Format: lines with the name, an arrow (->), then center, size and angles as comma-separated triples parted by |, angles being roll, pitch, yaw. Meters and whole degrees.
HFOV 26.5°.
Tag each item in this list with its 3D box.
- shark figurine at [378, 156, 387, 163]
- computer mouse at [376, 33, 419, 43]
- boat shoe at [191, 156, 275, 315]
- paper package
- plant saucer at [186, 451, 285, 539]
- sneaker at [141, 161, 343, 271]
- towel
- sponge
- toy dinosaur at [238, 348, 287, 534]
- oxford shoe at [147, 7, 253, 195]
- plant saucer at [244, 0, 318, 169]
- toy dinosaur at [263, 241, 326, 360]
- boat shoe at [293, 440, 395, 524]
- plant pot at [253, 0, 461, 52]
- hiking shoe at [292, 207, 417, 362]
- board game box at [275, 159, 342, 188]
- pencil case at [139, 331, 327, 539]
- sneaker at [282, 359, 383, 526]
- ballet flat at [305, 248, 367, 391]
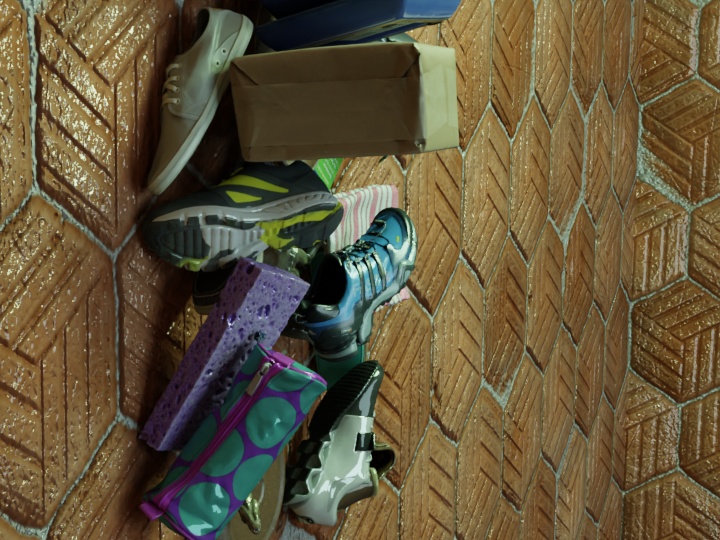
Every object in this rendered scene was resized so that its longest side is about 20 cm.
shark figurine -> 0.019, -0.246, 1.817 | 0.128, 0.089, 0.216 | -29, 94, -51
computer mouse -> 0.025, -0.227, 1.707 | 0.199, 0.046, 0.142 | 35, 45, -32
boat shoe -> -0.128, -0.043, 1.531 | 0.065, 0.071, 0.201 | 62, 37, -37
paper package -> -0.009, -0.162, 1.481 | 0.200, 0.188, 0.105 | -25, 112, -74
plant saucer -> -0.125, 0.233, 1.633 | 0.200, 0.036, 0.203 | 4, 90, -69
sneaker -> -0.118, -0.057, 1.471 | 0.075, 0.198, 0.085 | 106, -33, -41
towel -> 0.007, -0.021, 1.774 | 0.200, 0.030, 0.148 | -19, 105, -67
sponge -> -0.131, 0.086, 1.485 | 0.201, 0.030, 0.111 | -60, 157, 4
toy dinosaur -> -0.109, 0.161, 1.558 | 0.088, 0.047, 0.202 | 74, 24, -67
oxford shoe -> -0.163, -0.163, 1.438 | 0.057, 0.075, 0.202 | 28, 70, -19
plant saucer -> -0.084, -0.201, 1.619 | 0.200, 0.034, 0.203 | -4, 90, -71
toy dinosaur -> -0.086, 0.014, 1.663 | 0.102, 0.076, 0.202 | -35, 139, -42
boat shoe -> -0.013, 0.251, 1.861 | 0.202, 0.074, 0.076 | -38, 129, -61
plant pot -> -0.011, -0.321, 1.536 | 0.200, 0.198, 0.182 | -19, 96, -65
hiking shoe -> 0.000, 0.000, 1.657 | 0.087, 0.074, 0.201 | 56, 49, -40
board game box -> -0.048, -0.145, 1.758 | 0.096, 0.030, 0.201 | 70, 29, -43
pencil case -> -0.121, 0.164, 1.458 | 0.201, 0.085, 0.092 | -54, 150, -4
sneaker -> -0.016, 0.203, 1.779 | 0.088, 0.074, 0.201 | 36, 75, -24
ballet flat -> -0.029, 0.049, 1.817 | 0.073, 0.067, 0.202 | -81, 163, -65
